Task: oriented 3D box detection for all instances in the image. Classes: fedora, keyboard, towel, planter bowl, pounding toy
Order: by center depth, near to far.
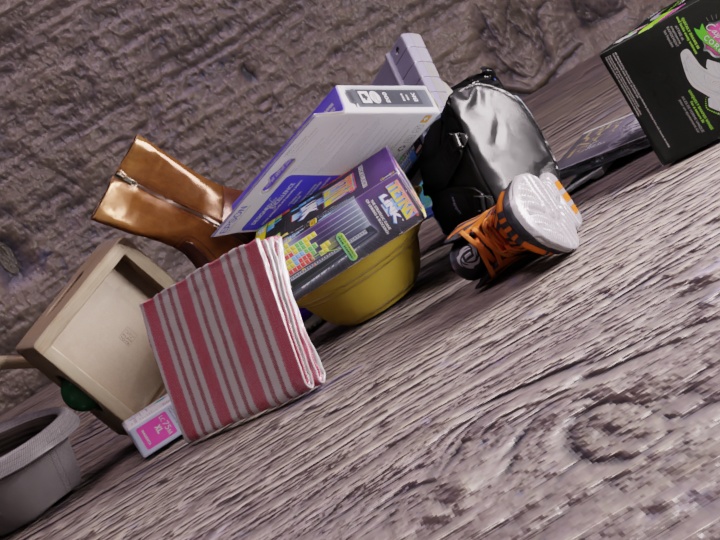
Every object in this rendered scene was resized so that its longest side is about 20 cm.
[{"bbox_3d":[-0.121,0.066,1.466,0.030,0.147,0.200,-8,-13,-47],"label":"towel"},{"bbox_3d":[0.000,0.000,1.655,0.200,0.084,0.200,-31,11,7],"label":"planter bowl"},{"bbox_3d":[-0.372,0.221,1.682,0.200,0.090,0.177,-18,13,30],"label":"fedora"},{"bbox_3d":[0.263,-0.121,1.738,0.056,0.011,0.200,-28,6,27],"label":"keyboard"},{"bbox_3d":[-0.294,0.083,1.756,0.200,0.184,0.142,-53,16,-18],"label":"pounding toy"}]

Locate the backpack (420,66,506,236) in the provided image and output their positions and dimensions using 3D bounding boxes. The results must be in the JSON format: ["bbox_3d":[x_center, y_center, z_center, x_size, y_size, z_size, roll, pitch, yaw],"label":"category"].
[{"bbox_3d":[0.108,-0.125,1.881,0.200,0.147,0.183,-31,12,8],"label":"backpack"}]

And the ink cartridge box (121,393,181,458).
[{"bbox_3d":[-0.153,0.123,1.650,0.200,0.042,0.119,-35,5,-10],"label":"ink cartridge box"}]

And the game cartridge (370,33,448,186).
[{"bbox_3d":[0.035,-0.148,1.753,0.038,0.130,0.200,-1,-34,-29],"label":"game cartridge"}]

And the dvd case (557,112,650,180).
[{"bbox_3d":[0.292,-0.150,1.721,0.148,0.016,0.200,-21,9,25],"label":"dvd case"}]

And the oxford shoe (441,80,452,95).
[{"bbox_3d":[0.044,-0.183,1.818,0.200,0.058,0.075,-9,43,57],"label":"oxford shoe"}]

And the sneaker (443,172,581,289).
[{"bbox_3d":[0.125,-0.025,1.357,0.112,0.078,0.200,-34,-6,15],"label":"sneaker"}]

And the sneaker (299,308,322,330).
[{"bbox_3d":[-0.076,0.018,1.846,0.200,0.100,0.070,-35,4,-42],"label":"sneaker"}]

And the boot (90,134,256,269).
[{"bbox_3d":[-0.192,-0.022,1.693,0.189,0.200,0.068,-68,19,-9],"label":"boot"}]

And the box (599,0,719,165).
[{"bbox_3d":[0.350,-0.208,1.447,0.200,0.124,0.149,-26,7,36],"label":"box"}]

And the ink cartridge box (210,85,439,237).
[{"bbox_3d":[-0.043,-0.114,1.636,0.200,0.043,0.198,-8,-31,-50],"label":"ink cartridge box"}]

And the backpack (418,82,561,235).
[{"bbox_3d":[0.128,-0.097,1.602,0.154,0.163,0.200,-24,-5,-26],"label":"backpack"}]

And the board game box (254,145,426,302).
[{"bbox_3d":[-0.024,-0.046,1.551,0.165,0.057,0.200,-34,11,4],"label":"board game box"}]
